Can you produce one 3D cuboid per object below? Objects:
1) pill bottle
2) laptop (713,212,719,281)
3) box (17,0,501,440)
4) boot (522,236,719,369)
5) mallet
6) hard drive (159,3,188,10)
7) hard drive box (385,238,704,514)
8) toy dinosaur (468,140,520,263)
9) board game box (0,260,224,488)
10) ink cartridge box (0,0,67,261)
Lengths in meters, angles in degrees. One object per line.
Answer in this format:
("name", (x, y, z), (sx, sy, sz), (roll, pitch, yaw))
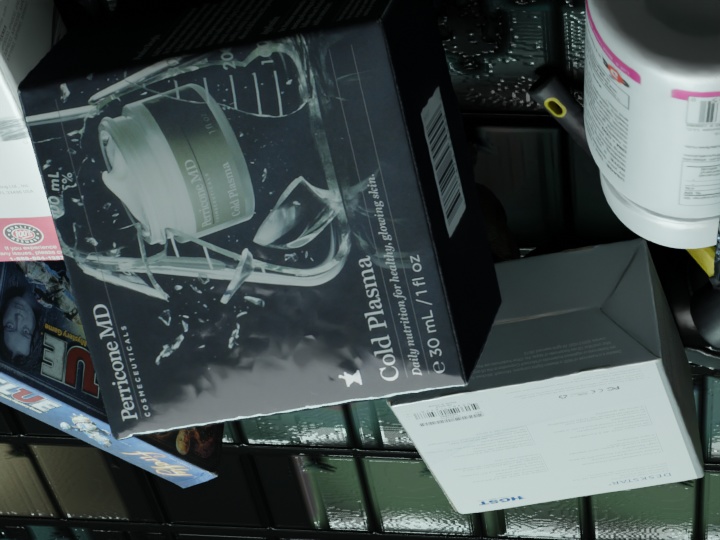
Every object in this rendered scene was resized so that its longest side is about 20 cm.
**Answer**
("pill bottle", (0.170, -0.097, 1.486), (0.113, 0.114, 0.200), (3, 154, 5))
("laptop", (0.271, -0.067, 1.433), (0.103, 0.177, 0.200), (42, 163, 20))
("box", (-0.048, -0.037, 1.511), (0.195, 0.124, 0.201), (-9, 108, 16))
("boot", (0.205, -0.003, 1.720), (0.197, 0.074, 0.163), (12, 152, -15))
("mallet", (0.174, -0.040, 1.624), (0.066, 0.041, 0.200), (-24, 116, 35))
("hard drive", (-0.142, -0.084, 1.659), (0.199, 0.038, 0.140), (-10, 150, 30))
("hard drive box", (0.107, 0.066, 1.676), (0.155, 0.077, 0.200), (-9, 155, 9))
("toy dinosaur", (0.066, -0.014, 1.712), (0.076, 0.103, 0.200), (-11, 158, 14))
("board game box", (-0.160, 0.036, 1.796), (0.034, 0.136, 0.200), (-17, 147, 38))
("ink cartridge box", (-0.228, -0.098, 1.547), (0.145, 0.085, 0.200), (-1, 142, 17))
